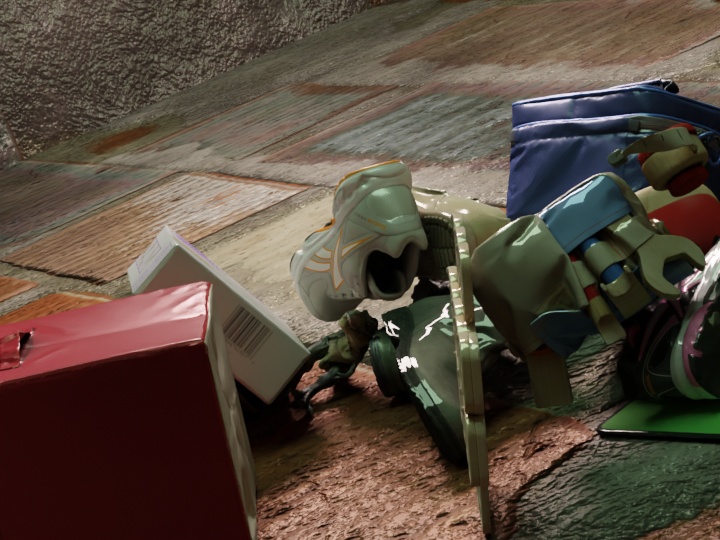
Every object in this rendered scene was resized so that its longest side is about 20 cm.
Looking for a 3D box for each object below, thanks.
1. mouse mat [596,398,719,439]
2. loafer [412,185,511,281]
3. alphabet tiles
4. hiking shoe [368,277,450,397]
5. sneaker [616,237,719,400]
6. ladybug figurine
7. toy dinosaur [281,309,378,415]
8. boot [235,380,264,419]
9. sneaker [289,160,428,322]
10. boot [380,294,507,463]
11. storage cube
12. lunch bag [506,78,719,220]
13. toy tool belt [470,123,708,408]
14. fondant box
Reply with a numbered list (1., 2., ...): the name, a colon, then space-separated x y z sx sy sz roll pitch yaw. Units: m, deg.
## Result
1. mouse mat: 0.282 0.073 1.552 0.200 0.008 0.161 -30 17 -36
2. loafer: 0.066 -0.028 1.803 0.068 0.076 0.200 -5 13 -22
3. alphabet tiles: 0.072 0.068 1.471 0.015 0.196 0.200 -5 16 1
4. hiking shoe: 0.089 0.043 1.815 0.100 0.076 0.200 -1 31 30
5. sneaker: 0.239 0.032 1.589 0.086 0.081 0.200 -14 15 30
6. ladybug figurine: 0.226 -0.002 1.682 0.072 0.136 0.200 42 32 27
7. toy dinosaur: -0.031 0.079 1.854 0.088 0.047 0.200 -42 2 -14
8. boot: -0.154 0.111 1.917 0.097 0.075 0.200 -46 27 -3
9. sneaker: 0.000 0.000 1.789 0.075 0.092 0.200 -10 -28 -23
10. boot: 0.093 0.057 1.653 0.130 0.068 0.200 -24 29 3
11. storage cube: -0.178 0.128 1.595 0.179 0.201 0.171 -13 14 1
12. lunch bag: 0.227 -0.099 1.908 0.200 0.133 0.136 -5 -11 43
13. toy tool belt: 0.181 0.000 1.537 0.200 0.123 0.125 -34 -16 10
14. fondant box: -0.123 0.034 1.835 0.058 0.144 0.200 -50 9 -2
